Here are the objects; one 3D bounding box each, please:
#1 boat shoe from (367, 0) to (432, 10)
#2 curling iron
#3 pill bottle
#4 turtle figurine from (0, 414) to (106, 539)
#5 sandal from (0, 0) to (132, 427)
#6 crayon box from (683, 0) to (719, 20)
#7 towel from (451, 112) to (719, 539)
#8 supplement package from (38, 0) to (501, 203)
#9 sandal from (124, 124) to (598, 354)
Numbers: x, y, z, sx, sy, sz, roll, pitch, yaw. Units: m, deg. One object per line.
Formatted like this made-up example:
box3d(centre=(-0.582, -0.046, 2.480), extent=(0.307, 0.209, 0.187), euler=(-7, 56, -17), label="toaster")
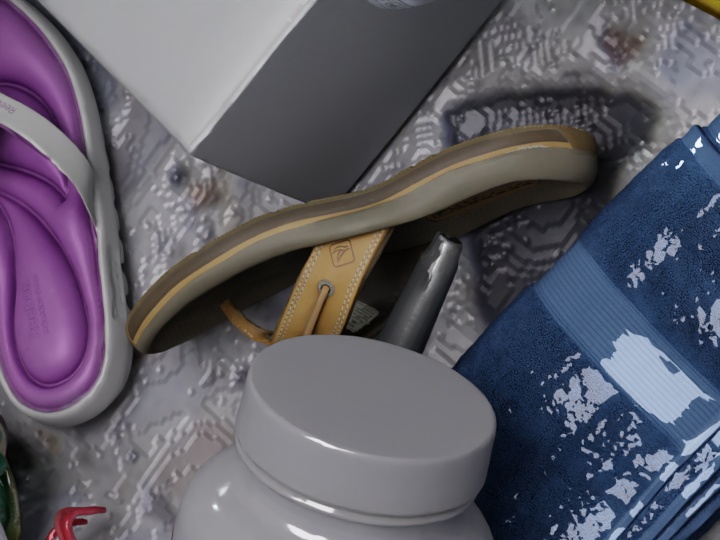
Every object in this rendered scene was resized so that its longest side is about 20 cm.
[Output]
box3d(centre=(0.064, -0.159, 0.905), extent=(0.067, 0.074, 0.200), euler=(-9, 37, 38), label="boat shoe")
box3d(centre=(-0.013, 0.072, 0.942), extent=(0.201, 0.025, 0.050), euler=(-63, 36, 22), label="curling iron")
box3d(centre=(-0.016, 0.129, 0.880), extent=(0.112, 0.112, 0.201), euler=(27, 118, 27), label="pill bottle")
box3d(centre=(-0.187, 0.081, 1.015), extent=(0.150, 0.101, 0.200), euler=(-38, 72, 22), label="turtle figurine")
box3d(centre=(-0.142, -0.036, 1.043), extent=(0.082, 0.050, 0.203), euler=(-30, 68, 18), label="sandal")
box3d(centre=(0.186, -0.129, 0.896), extent=(0.200, 0.051, 0.127), euler=(33, 97, 26), label="crayon box")
box3d(centre=(0.096, 0.042, 0.912), extent=(0.200, 0.048, 0.112), euler=(-46, 64, 12), label="towel")
box3d(centre=(-0.064, -0.137, 0.985), extent=(0.117, 0.117, 0.200), euler=(-50, 63, 9), label="supplement package")
box3d(centre=(0.000, 0.000, 0.956), extent=(0.199, 0.080, 0.054), euler=(-20, 81, 17), label="sandal")
